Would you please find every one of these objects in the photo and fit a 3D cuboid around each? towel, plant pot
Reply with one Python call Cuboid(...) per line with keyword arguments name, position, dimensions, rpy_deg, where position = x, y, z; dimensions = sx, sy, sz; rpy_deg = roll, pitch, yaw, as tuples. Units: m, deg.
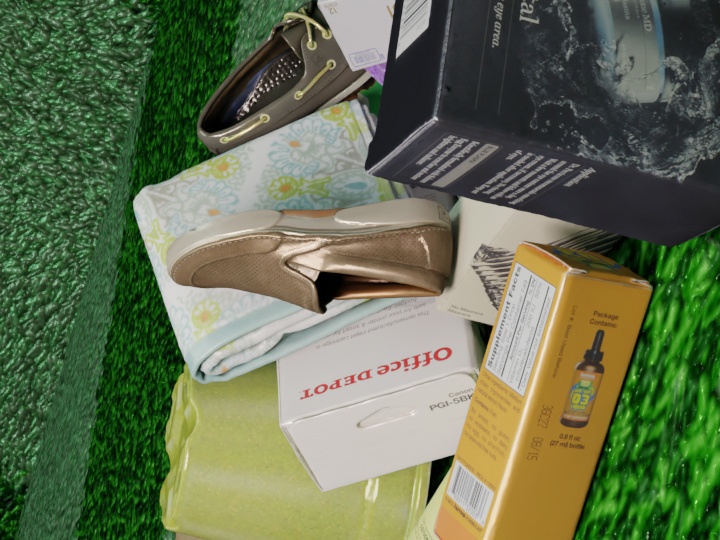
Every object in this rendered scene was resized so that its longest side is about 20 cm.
Cuboid(name="towel", position=(-0.053, -0.024, 1.310), dimensions=(0.048, 0.198, 0.172), rpy_deg=(67, 179, -51))
Cuboid(name="plant pot", position=(-0.057, 0.146, 1.416), dimensions=(0.200, 0.182, 0.202), rpy_deg=(-172, 90, -79))

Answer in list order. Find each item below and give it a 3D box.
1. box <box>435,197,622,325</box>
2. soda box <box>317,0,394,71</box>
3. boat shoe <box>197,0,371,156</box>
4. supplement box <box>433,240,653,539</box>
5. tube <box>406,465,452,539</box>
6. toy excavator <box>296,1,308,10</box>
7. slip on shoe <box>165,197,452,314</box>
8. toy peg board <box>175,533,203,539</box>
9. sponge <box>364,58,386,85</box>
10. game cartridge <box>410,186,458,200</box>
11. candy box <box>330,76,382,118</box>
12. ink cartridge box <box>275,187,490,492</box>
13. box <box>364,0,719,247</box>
Cuboid(name="box", position=(0.120, -0.040, 1.173), dimensions=(0.200, 0.081, 0.069), rpy_deg=(123, 155, -54))
Cuboid(name="soda box", position=(0.074, -0.204, 1.249), dimensions=(0.068, 0.198, 0.064), rpy_deg=(-80, -30, -45))
Cuboid(name="boat shoe", position=(-0.042, -0.159, 1.369), dimensions=(0.202, 0.060, 0.072), rpy_deg=(-46, 55, 9))
Cuboid(name="supplement box", position=(0.110, 0.087, 1.115), dimensions=(0.069, 0.066, 0.202), rpy_deg=(40, 117, 58))
Cuboid(name="tube", position=(0.078, 0.151, 1.230), dimensions=(0.052, 0.058, 0.201), rpy_deg=(-39, -18, -55))
Cuboid(name="toy excavator", position=(0.024, -0.228, 1.654), dimensions=(0.199, 0.099, 0.196), rpy_deg=(-9, 71, 59))
Cuboid(name="slip on shoe", position=(-0.035, -0.002, 1.218), dimensions=(0.076, 0.198, 0.061), rpy_deg=(65, -159, -68))
Cuboid(name="toy peg board", position=(-0.081, 0.198, 1.701), dimensions=(0.199, 0.097, 0.201), rpy_deg=(-43, 36, 37))
Cuboid(name="sponge", position=(0.075, -0.150, 1.264), dimensions=(0.200, 0.111, 0.030), rpy_deg=(49, 171, 52))
Cuboid(name="game cartridge", position=(0.000, 0.000, 1.451), dimensions=(0.041, 0.132, 0.200), rpy_deg=(-85, 22, -45))
Cuboid(name="candy box", position=(0.023, -0.177, 1.480), dimensions=(0.169, 0.076, 0.202), rpy_deg=(47, -132, -65))
Cuboid(name="ink cartridge box", position=(0.018, 0.046, 1.317), dimensions=(0.201, 0.145, 0.083), rpy_deg=(-95, -16, -46))
Cuboid(name="box", position=(0.124, -0.138, 1.013), dimensions=(0.117, 0.198, 0.199), rpy_deg=(148, 132, -69))
